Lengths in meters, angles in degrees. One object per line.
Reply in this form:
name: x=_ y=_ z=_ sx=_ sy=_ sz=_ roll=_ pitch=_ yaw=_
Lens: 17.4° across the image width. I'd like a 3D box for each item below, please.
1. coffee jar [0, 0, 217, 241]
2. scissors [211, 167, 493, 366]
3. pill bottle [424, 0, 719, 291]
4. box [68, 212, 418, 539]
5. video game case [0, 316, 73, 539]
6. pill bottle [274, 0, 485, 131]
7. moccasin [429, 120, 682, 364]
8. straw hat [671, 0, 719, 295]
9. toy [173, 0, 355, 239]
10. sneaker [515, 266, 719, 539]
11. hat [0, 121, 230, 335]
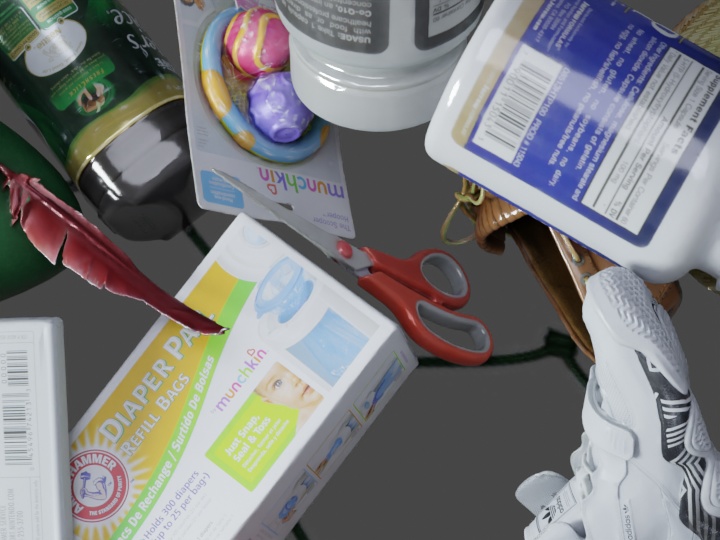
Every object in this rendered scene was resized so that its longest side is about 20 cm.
coffee jar: x=-0.157 y=-0.111 z=1.336 sx=0.085 sy=0.104 sz=0.200 roll=-38 pitch=75 yaw=-1
scissors: x=0.000 y=0.000 z=1.256 sx=0.014 sy=0.200 sz=0.073 roll=-32 pitch=53 yaw=32
pill bottle: x=0.145 y=-0.064 z=1.211 sx=0.199 sy=0.120 sz=0.120 roll=30 pitch=82 yaw=6
box: x=-0.075 y=0.088 z=1.276 sx=0.112 sy=0.101 sz=0.200 roll=35 pitch=83 yaw=14
video game case: x=-0.239 y=0.127 z=1.222 sx=0.181 sy=0.023 sz=0.201 roll=-2 pitch=93 yaw=9
pill bottle: x=0.011 y=-0.176 z=1.205 sx=0.113 sy=0.201 sz=0.114 roll=1 pitch=44 yaw=-1
moccasin: x=0.089 y=-0.035 z=1.301 sx=0.078 sy=0.074 sz=0.202 roll=-34 pitch=83 yaw=-19
straw hat: x=0.243 y=-0.083 z=1.282 sx=0.200 sy=0.085 sz=0.202 roll=-2 pitch=76 yaw=8
toy: x=-0.047 y=-0.125 z=1.311 sx=0.047 sy=0.115 sz=0.201 roll=-31 pitch=60 yaw=41
sneaker: x=0.127 y=0.098 z=1.222 sx=0.114 sy=0.075 sz=0.201 roll=-21 pitch=118 yaw=10
hat: x=-0.162 y=-0.042 z=1.290 sx=0.175 sy=0.166 sz=0.201 roll=-10 pitch=83 yaw=3
